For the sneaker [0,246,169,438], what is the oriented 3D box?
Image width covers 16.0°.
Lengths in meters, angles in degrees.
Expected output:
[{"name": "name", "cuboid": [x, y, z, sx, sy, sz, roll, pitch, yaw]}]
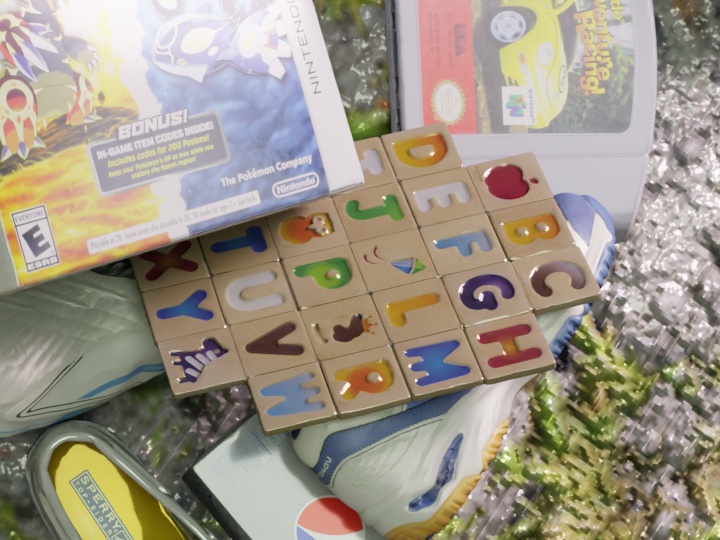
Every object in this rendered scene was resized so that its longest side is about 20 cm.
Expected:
[{"name": "sneaker", "cuboid": [-0.122, 0.028, 1.206, 0.199, 0.072, 0.072, -18, 77, -25]}]

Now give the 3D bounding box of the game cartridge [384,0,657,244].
[{"name": "game cartridge", "cuboid": [0.079, -0.111, 1.267, 0.133, 0.041, 0.201, -2, 82, -13]}]

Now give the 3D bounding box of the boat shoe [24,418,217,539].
[{"name": "boat shoe", "cuboid": [-0.081, 0.151, 1.176, 0.075, 0.086, 0.202, -36, 91, -8]}]

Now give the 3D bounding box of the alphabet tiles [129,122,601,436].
[{"name": "alphabet tiles", "cuboid": [0.000, 0.000, 1.166, 0.199, 0.006, 0.167, -13, 46, -9]}]

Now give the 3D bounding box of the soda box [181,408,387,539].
[{"name": "soda box", "cuboid": [0.004, 0.150, 1.200, 0.063, 0.068, 0.200, -40, 88, -12]}]

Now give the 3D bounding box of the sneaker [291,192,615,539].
[{"name": "sneaker", "cuboid": [0.044, 0.027, 1.177, 0.088, 0.075, 0.200, 36, 61, -3]}]

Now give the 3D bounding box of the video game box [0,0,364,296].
[{"name": "video game box", "cuboid": [-0.105, -0.099, 1.112, 0.200, 0.047, 0.183, -19, 91, -40]}]
